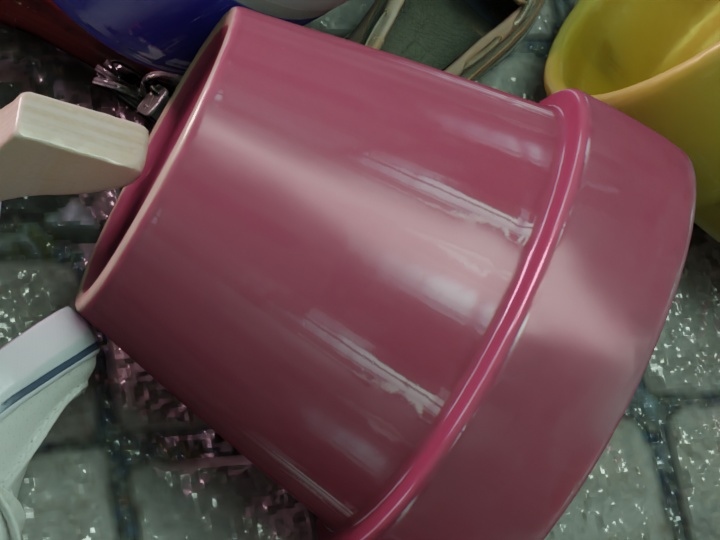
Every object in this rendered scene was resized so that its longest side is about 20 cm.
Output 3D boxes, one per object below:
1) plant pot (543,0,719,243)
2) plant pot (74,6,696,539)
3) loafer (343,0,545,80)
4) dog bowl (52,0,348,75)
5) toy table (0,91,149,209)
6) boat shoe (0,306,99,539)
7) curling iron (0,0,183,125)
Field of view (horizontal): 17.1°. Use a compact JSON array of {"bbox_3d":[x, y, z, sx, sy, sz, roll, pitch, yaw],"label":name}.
[{"bbox_3d":[0.212,-0.071,1.040,0.189,0.200,0.201,49,57,-18],"label":"plant pot"},{"bbox_3d":[0.000,0.000,0.897,0.178,0.200,0.201,29,61,-11],"label":"plant pot"},{"bbox_3d":[0.045,-0.120,1.044,0.072,0.063,0.200,40,59,-7],"label":"loafer"},{"bbox_3d":[-0.075,-0.183,0.954,0.200,0.078,0.201,37,39,-37],"label":"dog bowl"},{"bbox_3d":[-0.181,-0.043,0.876,0.182,0.117,0.202,4,68,-24],"label":"toy table"},{"bbox_3d":[-0.149,0.104,0.858,0.086,0.075,0.202,46,61,-2],"label":"boat shoe"},{"bbox_3d":[-0.144,-0.114,0.964,0.199,0.050,0.026,34,87,-10],"label":"curling iron"}]
